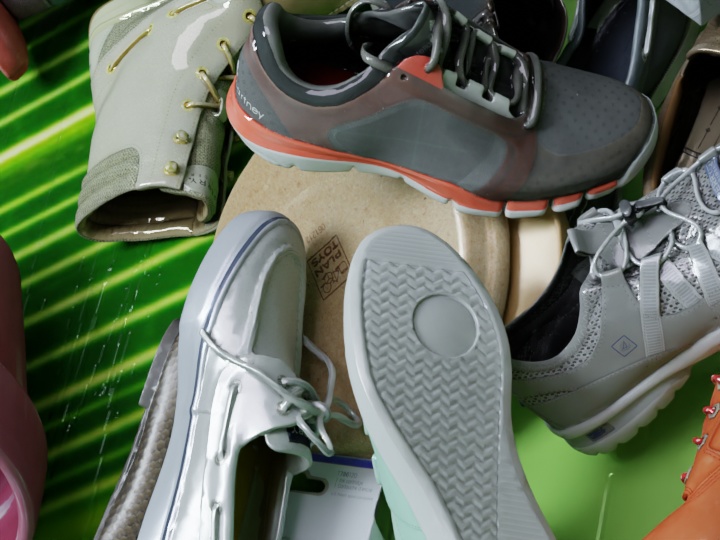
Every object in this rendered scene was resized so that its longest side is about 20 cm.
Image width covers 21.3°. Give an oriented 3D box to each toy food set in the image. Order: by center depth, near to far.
[{"bbox_3d":[0.000,0.000,0.943,0.201,0.048,0.198,-55,52,19],"label":"toy food set"}]

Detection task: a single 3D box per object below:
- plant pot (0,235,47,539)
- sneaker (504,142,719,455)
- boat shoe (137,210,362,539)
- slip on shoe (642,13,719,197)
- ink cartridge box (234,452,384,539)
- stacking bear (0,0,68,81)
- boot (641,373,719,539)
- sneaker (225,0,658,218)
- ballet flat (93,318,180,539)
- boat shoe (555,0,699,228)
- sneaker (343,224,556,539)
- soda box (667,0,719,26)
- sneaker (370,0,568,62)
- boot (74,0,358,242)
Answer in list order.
[{"bbox_3d":[-0.257,0.059,1.019,0.199,0.200,0.180,-20,37,20],"label":"plant pot"},{"bbox_3d":[0.129,-0.004,0.820,0.200,0.082,0.075,-52,27,22],"label":"sneaker"},{"bbox_3d":[-0.042,0.072,0.877,0.086,0.074,0.203,5,74,36],"label":"boat shoe"},{"bbox_3d":[0.182,-0.093,0.909,0.076,0.061,0.201,14,70,37],"label":"slip on shoe"},{"bbox_3d":[-0.046,0.183,0.894,0.099,0.039,0.201,4,65,35],"label":"ink cartridge box"},{"bbox_3d":[-0.175,-0.232,1.195,0.199,0.114,0.122,-35,35,-1],"label":"stacking bear"},{"bbox_3d":[0.164,0.091,0.804,0.199,0.075,0.107,-36,43,0],"label":"boot"},{"bbox_3d":[0.039,-0.080,0.856,0.198,0.082,0.078,4,54,-4],"label":"sneaker"},{"bbox_3d":[-0.100,0.123,0.936,0.046,0.067,0.201,17,85,5],"label":"ballet flat"},{"bbox_3d":[0.101,-0.070,0.945,0.072,0.062,0.201,19,73,37],"label":"boat shoe"},{"bbox_3d":[0.026,0.089,0.839,0.073,0.118,0.202,-10,72,-22],"label":"sneaker"},{"bbox_3d":[0.214,-0.205,0.917,0.199,0.068,0.063,-35,53,-14],"label":"soda box"},{"bbox_3d":[0.057,-0.152,0.991,0.106,0.074,0.201,-45,47,50],"label":"sneaker"},{"bbox_3d":[-0.075,-0.103,1.073,0.199,0.072,0.156,-18,53,28],"label":"boot"}]
